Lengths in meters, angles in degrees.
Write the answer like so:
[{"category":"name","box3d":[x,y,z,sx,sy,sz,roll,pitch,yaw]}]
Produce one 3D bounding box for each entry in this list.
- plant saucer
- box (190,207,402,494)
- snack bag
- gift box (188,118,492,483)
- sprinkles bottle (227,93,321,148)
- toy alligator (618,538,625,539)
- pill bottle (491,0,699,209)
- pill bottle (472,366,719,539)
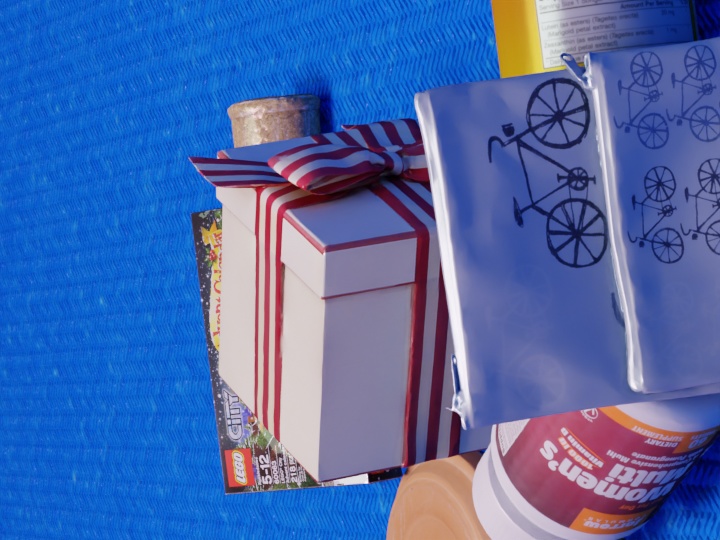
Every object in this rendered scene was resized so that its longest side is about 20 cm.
[{"category":"plant saucer","box3d":[0.063,0.216,1.927,0.200,0.032,0.201,174,90,-66]},{"category":"box","box3d":[-0.045,0.050,2.002,0.136,0.038,0.201,-9,88,41]},{"category":"snack bag","box3d":[0.132,-0.023,1.518,0.021,0.199,0.189,158,105,-80]},{"category":"gift box","box3d":[0.000,0.000,1.827,0.200,0.184,0.187,38,132,49]},{"category":"sprinkles bottle","box3d":[-0.051,-0.023,2.071,0.068,0.068,0.201,173,90,-66]},{"category":"toy alligator","box3d":[0.152,0.224,1.712,0.054,0.059,0.201,-22,71,23]},{"category":"pill bottle","box3d":[0.129,-0.129,1.592,0.111,0.111,0.201,171,92,-66]},{"category":"pill bottle","box3d":[0.137,0.085,1.633,0.200,0.109,0.110,119,138,-52]}]
